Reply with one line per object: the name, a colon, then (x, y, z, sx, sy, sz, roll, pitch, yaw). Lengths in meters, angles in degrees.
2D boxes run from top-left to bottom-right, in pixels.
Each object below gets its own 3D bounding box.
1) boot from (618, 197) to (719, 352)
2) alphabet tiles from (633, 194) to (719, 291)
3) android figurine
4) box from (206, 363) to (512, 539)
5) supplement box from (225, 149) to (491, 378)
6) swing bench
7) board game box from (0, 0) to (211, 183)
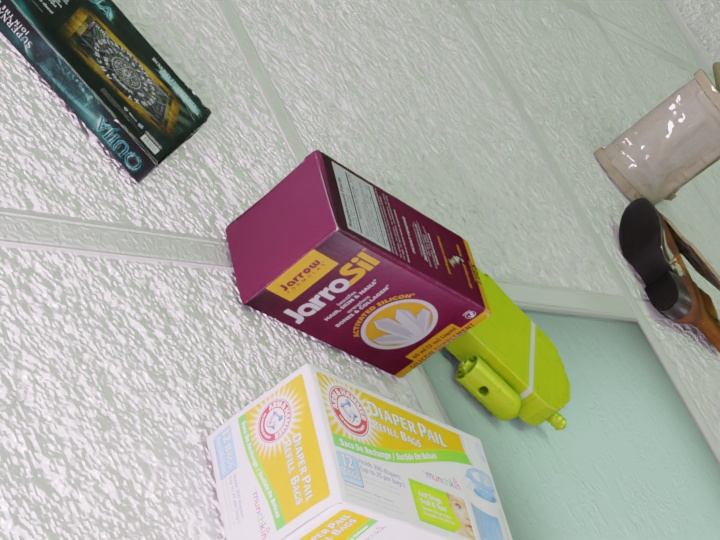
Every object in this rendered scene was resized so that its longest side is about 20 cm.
boot: (0.447, 0.006, 2.026, 0.199, 0.068, 0.189, 26, 33, -48)
alphabet tiles: (0.463, -0.034, 2.089, 0.166, 0.006, 0.200, 47, 5, -21)
android figurine: (0.137, 0.075, 1.428, 0.200, 0.041, 0.183, 44, 26, -18)
box: (0.003, 0.161, 1.013, 0.199, 0.101, 0.113, 27, 35, -44)
supplement box: (0.000, 0.000, 1.205, 0.199, 0.110, 0.086, 28, 35, -42)
swing bench: (0.483, -0.197, 2.191, 0.130, 0.199, 0.200, 53, 25, 4)
board game box: (-0.211, -0.172, 1.156, 0.200, 0.028, 0.135, 49, 25, -8)
